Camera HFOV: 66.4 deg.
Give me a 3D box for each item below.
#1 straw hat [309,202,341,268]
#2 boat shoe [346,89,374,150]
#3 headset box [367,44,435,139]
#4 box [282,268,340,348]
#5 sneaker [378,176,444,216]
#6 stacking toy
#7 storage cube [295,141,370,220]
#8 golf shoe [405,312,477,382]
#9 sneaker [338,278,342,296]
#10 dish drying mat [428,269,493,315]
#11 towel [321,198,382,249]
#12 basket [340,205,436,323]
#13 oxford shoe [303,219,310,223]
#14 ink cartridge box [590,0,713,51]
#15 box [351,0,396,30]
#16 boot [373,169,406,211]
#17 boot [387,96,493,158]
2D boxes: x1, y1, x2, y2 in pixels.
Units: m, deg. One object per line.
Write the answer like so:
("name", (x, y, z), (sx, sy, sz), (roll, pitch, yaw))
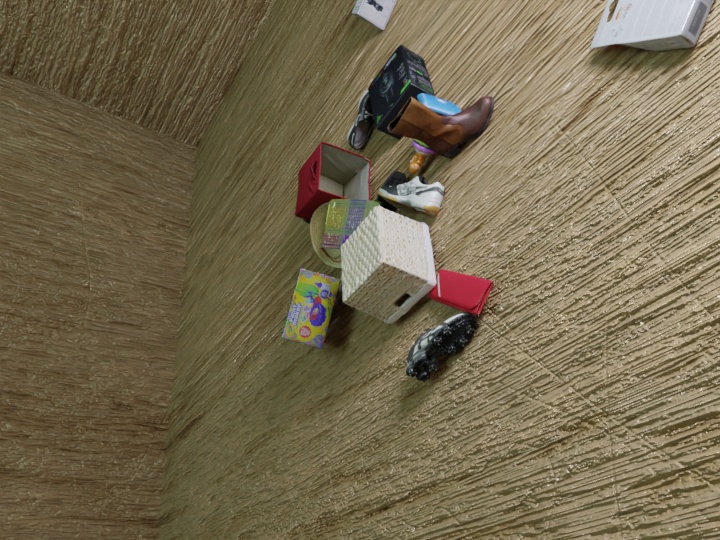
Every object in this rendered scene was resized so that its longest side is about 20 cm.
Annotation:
("straw hat", (-0.055, -0.116, 1.664), (0.199, 0.085, 0.203), (10, 112, 27))
("boat shoe", (0.016, -0.480, 1.752), (0.201, 0.073, 0.061), (-60, 33, 26))
("headset box", (0.114, -0.507, 1.586), (0.174, 0.092, 0.202), (-44, 42, 40))
("box", (-0.148, 0.107, 1.618), (0.193, 0.121, 0.202), (172, 113, -84))
("sneaker", (0.135, -0.201, 1.417), (0.199, 0.075, 0.089), (20, 86, 41))
("stacking toy", (0.172, -0.340, 1.420), (0.116, 0.109, 0.202), (-98, 25, -60))
("storage cube", (-0.087, -0.256, 1.695), (0.180, 0.198, 0.173), (-36, 47, 53))
("golf shoe", (0.167, 0.147, 1.197), (0.200, 0.077, 0.095), (-45, 24, 20))
("sneaker", (0.000, 0.000, 1.551), (0.076, 0.075, 0.202), (45, 127, 47))
("dish drying mat", (0.213, 0.043, 1.200), (0.077, 0.018, 0.200), (-64, 22, -3))
("towel", (-0.029, -0.128, 1.526), (0.199, 0.023, 0.145), (6, 82, 42))
("basket", (0.061, -0.012, 1.349), (0.198, 0.160, 0.202), (-46, 36, 40))
("oxford shoe", (-0.174, -0.261, 1.954), (0.084, 0.072, 0.202), (-30, 51, 46))
("ink cartridge box", (0.520, -0.469, 0.967), (0.200, 0.047, 0.162), (33, 105, 64))
("box", (0.066, -0.934, 1.853), (0.202, 0.116, 0.060), (-65, 32, 14))
("boot", (0.050, -0.197, 1.562), (0.202, 0.077, 0.138), (-65, 27, 11))
("boot", (0.189, -0.366, 1.290), (0.188, 0.198, 0.069), (-39, 45, 43))
